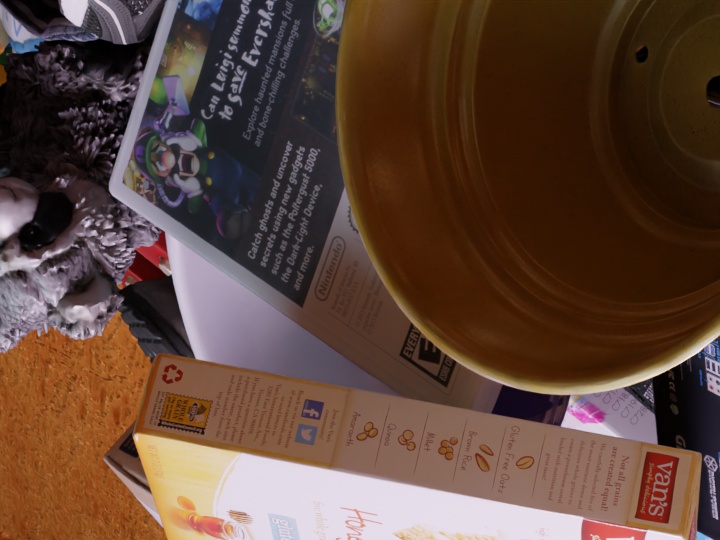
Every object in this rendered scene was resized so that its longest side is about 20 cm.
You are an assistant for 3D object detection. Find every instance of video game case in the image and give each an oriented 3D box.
[{"bbox_3d":[0.005,-0.071,1.067,0.181,0.023,0.201,34,120,26],"label":"video game case"}]

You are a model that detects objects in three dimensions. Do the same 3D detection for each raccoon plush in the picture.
[{"bbox_3d":[-0.088,-0.018,1.298,0.199,0.135,0.097,12,157,-33],"label":"raccoon plush"}]

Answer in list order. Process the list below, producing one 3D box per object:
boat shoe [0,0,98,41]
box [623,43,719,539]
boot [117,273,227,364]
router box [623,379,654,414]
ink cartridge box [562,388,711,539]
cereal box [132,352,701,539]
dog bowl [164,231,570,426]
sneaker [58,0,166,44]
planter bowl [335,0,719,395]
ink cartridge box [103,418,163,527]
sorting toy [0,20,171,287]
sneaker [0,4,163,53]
[{"bbox_3d":[-0.147,-0.161,1.294,0.200,0.091,0.071,23,156,50],"label":"boat shoe"},{"bbox_3d":[0.166,0.027,1.002,0.159,0.046,0.201,26,137,41],"label":"box"},{"bbox_3d":[-0.043,0.001,1.368,0.068,0.130,0.200,55,180,-4],"label":"boot"},{"bbox_3d":[0.162,0.037,1.152,0.200,0.051,0.149,40,162,7],"label":"router box"},{"bbox_3d":[0.103,0.049,1.295,0.200,0.068,0.115,37,162,15],"label":"ink cartridge box"},{"bbox_3d":[0.024,0.092,1.090,0.199,0.040,0.144,11,154,10],"label":"cereal box"},{"bbox_3d":[0.000,0.000,1.197,0.200,0.078,0.201,38,137,47],"label":"dog bowl"},{"bbox_3d":[-0.035,-0.137,1.019,0.086,0.081,0.200,33,138,-6],"label":"sneaker"},{"bbox_3d":[0.091,-0.060,0.926,0.083,0.202,0.200,7,-165,-46],"label":"planter bowl"},{"bbox_3d":[-0.013,0.111,1.555,0.075,0.165,0.200,26,157,53],"label":"ink cartridge box"},{"bbox_3d":[-0.128,-0.044,1.596,0.198,0.070,0.200,37,164,17],"label":"sorting toy"},{"bbox_3d":[-0.134,-0.137,1.370,0.087,0.075,0.200,58,157,-18],"label":"sneaker"}]
